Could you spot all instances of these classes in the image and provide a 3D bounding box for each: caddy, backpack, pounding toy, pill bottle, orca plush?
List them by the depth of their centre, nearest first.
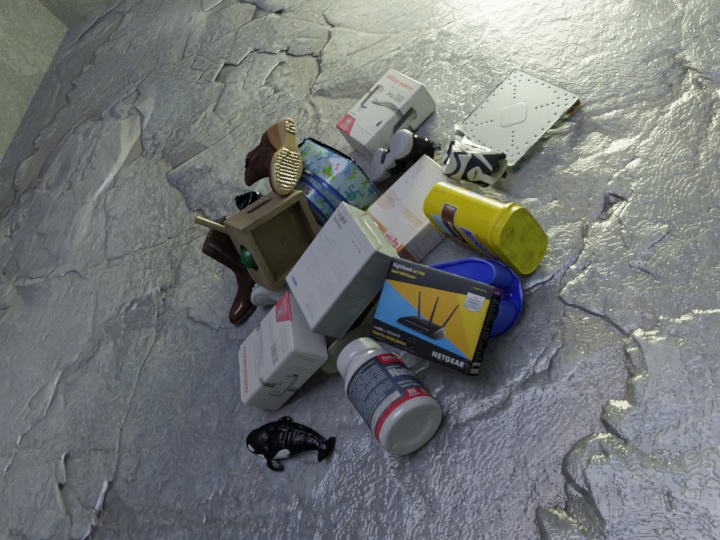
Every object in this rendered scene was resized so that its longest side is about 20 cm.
[{"bbox_3d":[0.041,0.211,1.165,0.120,0.120,0.200,-44,45,1],"label":"pill bottle"},{"bbox_3d":[0.187,0.054,1.186,0.199,0.105,0.143,-11,78,30],"label":"caddy"},{"bbox_3d":[-0.150,0.324,1.259,0.199,0.071,0.106,9,66,40],"label":"orca plush"},{"bbox_3d":[-0.210,-0.074,1.422,0.200,0.185,0.142,-35,29,-22],"label":"pounding toy"},{"bbox_3d":[-0.066,-0.177,1.477,0.200,0.183,0.147,29,78,43],"label":"backpack"}]

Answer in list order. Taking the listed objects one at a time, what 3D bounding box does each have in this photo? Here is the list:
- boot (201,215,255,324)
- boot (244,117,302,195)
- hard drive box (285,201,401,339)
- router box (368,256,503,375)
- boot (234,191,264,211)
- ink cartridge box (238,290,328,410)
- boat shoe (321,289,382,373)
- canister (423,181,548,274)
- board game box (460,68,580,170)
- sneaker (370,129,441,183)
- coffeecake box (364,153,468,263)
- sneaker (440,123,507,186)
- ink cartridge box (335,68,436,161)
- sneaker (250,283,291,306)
[{"bbox_3d":[-0.300,-0.001,1.508,0.064,0.200,0.187,12,67,41],"label":"boot"},{"bbox_3d":[-0.199,-0.219,1.453,0.166,0.072,0.201,-32,48,43],"label":"boot"},{"bbox_3d":[-0.037,0.000,1.253,0.200,0.077,0.156,-50,45,19],"label":"hard drive box"},{"bbox_3d":[0.124,0.074,1.126,0.199,0.051,0.150,17,91,33],"label":"router box"},{"bbox_3d":[-0.239,-0.123,1.577,0.198,0.163,0.074,23,73,43],"label":"boot"},{"bbox_3d":[-0.158,0.163,1.325,0.200,0.082,0.147,-47,39,34],"label":"ink cartridge box"},{"bbox_3d":[-0.009,0.115,1.306,0.200,0.071,0.063,-47,35,-6],"label":"boat shoe"},{"bbox_3d":[0.225,-0.082,1.222,0.200,0.148,0.087,30,84,47],"label":"canister"},{"bbox_3d":[0.326,-0.320,1.402,0.200,0.026,0.200,-46,44,1],"label":"board game box"},{"bbox_3d":[0.101,-0.240,1.478,0.200,0.113,0.076,145,129,-62],"label":"sneaker"},{"bbox_3d":[0.116,-0.120,1.379,0.200,0.073,0.154,-43,46,2],"label":"coffeecake box"},{"bbox_3d":[0.236,-0.227,1.355,0.199,0.129,0.080,-77,11,-65],"label":"sneaker"},{"bbox_3d":[0.061,-0.368,1.589,0.200,0.085,0.146,-45,45,-2],"label":"ink cartridge box"},{"bbox_3d":[-0.160,0.055,1.461,0.199,0.075,0.087,-18,56,25],"label":"sneaker"}]
